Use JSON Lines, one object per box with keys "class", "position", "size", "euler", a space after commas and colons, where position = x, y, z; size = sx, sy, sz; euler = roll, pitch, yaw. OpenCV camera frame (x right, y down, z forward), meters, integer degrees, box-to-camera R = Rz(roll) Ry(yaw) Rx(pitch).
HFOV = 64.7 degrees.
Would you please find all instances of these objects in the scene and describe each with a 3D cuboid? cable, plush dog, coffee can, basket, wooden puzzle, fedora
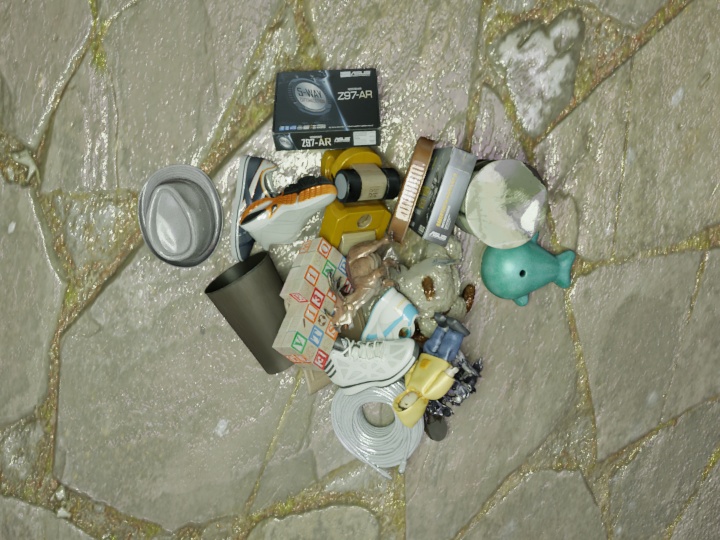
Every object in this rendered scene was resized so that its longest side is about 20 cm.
{"class": "cable", "position": [0.036, 0.297, 1.159], "size": [0.196, 0.069, 0.204], "euler": [29, 110, 8]}
{"class": "plush dog", "position": [0.148, 0.057, 1.114], "size": [0.196, 0.162, 0.174], "euler": [-31, 122, 4]}
{"class": "coffee can", "position": [0.241, -0.127, 1.042], "size": [0.141, 0.200, 0.152], "euler": [0, 101, -1]}
{"class": "basket", "position": [-0.189, 0.086, 1.108], "size": [0.136, 0.178, 0.203], "euler": [-42, 108, -34]}
{"class": "wooden puzzle", "position": [-0.062, 0.114, 1.118], "size": [0.037, 0.182, 0.207], "euler": [0, 107, 45]}
{"class": "fedora", "position": [-0.358, -0.101, 1.100], "size": [0.170, 0.090, 0.208], "euler": [-3, 99, 0]}

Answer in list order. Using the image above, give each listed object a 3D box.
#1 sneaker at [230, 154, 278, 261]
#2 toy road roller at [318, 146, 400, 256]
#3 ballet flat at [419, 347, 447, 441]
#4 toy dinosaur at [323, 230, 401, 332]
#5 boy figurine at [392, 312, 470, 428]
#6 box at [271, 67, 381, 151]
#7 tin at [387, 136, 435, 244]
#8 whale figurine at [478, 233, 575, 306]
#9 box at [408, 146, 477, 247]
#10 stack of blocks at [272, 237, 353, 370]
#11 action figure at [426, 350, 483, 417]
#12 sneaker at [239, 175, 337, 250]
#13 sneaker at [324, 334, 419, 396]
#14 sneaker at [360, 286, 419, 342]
{"class": "sneaker", "position": [-0.204, -0.116, 1.105], "size": [0.077, 0.078, 0.208], "euler": [9, 98, 4]}
{"class": "toy road roller", "position": [-0.019, -0.141, 1.084], "size": [0.120, 0.147, 0.204], "euler": [-8, 135, -31]}
{"class": "ballet flat", "position": [0.133, 0.257, 1.188], "size": [0.066, 0.046, 0.206], "euler": [-20, 97, -17]}
{"class": "toy dinosaur", "position": [0.000, 0.000, 1.022], "size": [0.131, 0.204, 0.087], "euler": [-8, 133, 15]}
{"class": "boy figurine", "position": [0.117, 0.180, 1.021], "size": [0.064, 0.123, 0.203], "euler": [38, 79, -37]}
{"class": "box", "position": [-0.061, -0.298, 1.045], "size": [0.192, 0.044, 0.165], "euler": [-2, 58, 1]}
{"class": "tin", "position": [0.094, -0.153, 1.083], "size": [0.041, 0.112, 0.206], "euler": [18, 98, -3]}
{"class": "whale figurine", "position": [0.333, -0.004, 1.111], "size": [0.193, 0.104, 0.165], "euler": [5, 102, -6]}
{"class": "box", "position": [0.143, -0.139, 1.040], "size": [0.047, 0.200, 0.163], "euler": [17, 100, -6]}
{"class": "stack of blocks", "position": [-0.085, 0.060, 1.023], "size": [0.115, 0.058, 0.205], "euler": [39, 59, -33]}
{"class": "action figure", "position": [0.180, 0.215, 1.118], "size": [0.101, 0.199, 0.120], "euler": [39, 104, 15]}
{"class": "sneaker", "position": [-0.120, -0.101, 1.040], "size": [0.195, 0.077, 0.093], "euler": [-18, 129, 22]}
{"class": "sneaker", "position": [0.005, 0.156, 1.031], "size": [0.197, 0.077, 0.115], "euler": [-29, 122, 31]}
{"class": "sneaker", "position": [0.055, 0.121, 1.097], "size": [0.080, 0.202, 0.076], "euler": [38, 57, 15]}
